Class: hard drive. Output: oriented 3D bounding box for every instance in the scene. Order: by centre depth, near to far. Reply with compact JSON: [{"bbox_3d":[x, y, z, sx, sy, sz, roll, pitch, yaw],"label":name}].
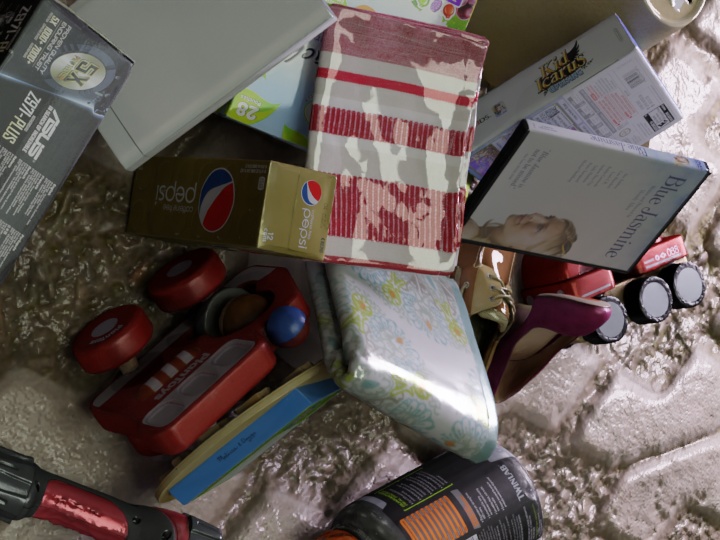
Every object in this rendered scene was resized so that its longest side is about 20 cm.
[{"bbox_3d":[-0.135,-0.188,1.222,0.200,0.027,0.132,-35,83,8],"label":"hard drive"}]

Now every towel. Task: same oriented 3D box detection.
[{"bbox_3d":[0.025,-0.100,1.257,0.144,0.023,0.200,7,92,-26],"label":"towel"},{"bbox_3d":[0.029,0.051,1.301,0.171,0.200,0.048,29,122,-35],"label":"towel"}]

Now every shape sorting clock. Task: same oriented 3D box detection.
[{"bbox_3d":[-0.085,0.125,1.296,0.200,0.200,0.039,-34,84,-29],"label":"shape sorting clock"}]

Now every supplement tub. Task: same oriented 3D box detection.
[{"bbox_3d":[0.058,0.243,1.440,0.200,0.122,0.123,-23,107,-32],"label":"supplement tub"}]

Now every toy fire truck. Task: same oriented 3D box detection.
[{"bbox_3d":[-0.119,0.067,1.266,0.200,0.168,0.112,-41,116,-27],"label":"toy fire truck"},{"bbox_3d":[0.243,-0.039,1.566,0.176,0.129,0.200,-20,94,-33],"label":"toy fire truck"}]

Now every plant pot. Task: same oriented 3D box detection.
[{"bbox_3d":[0.215,-0.263,1.463,0.187,0.200,0.188,-1,92,-37],"label":"plant pot"}]

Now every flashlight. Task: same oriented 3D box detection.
[{"bbox_3d":[-0.209,0.197,1.241,0.200,0.068,0.068,25,53,-23],"label":"flashlight"}]

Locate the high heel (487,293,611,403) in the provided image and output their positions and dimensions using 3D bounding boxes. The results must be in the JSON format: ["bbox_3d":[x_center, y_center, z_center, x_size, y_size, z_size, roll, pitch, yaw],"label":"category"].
[{"bbox_3d":[0.174,0.074,1.466,0.067,0.200,0.096,10,81,-15],"label":"high heel"}]

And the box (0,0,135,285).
[{"bbox_3d":[-0.277,-0.091,1.140,0.086,0.164,0.200,38,71,-32],"label":"box"}]

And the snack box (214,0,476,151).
[{"bbox_3d":[-0.009,-0.190,1.285,0.168,0.068,0.200,19,95,-25],"label":"snack box"}]

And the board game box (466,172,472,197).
[{"bbox_3d":[0.041,-0.159,1.409,0.102,0.048,0.200,-70,139,-62],"label":"board game box"}]

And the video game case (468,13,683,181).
[{"bbox_3d":[0.185,-0.135,1.435,0.045,0.181,0.200,63,14,22],"label":"video game case"}]

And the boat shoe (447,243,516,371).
[{"bbox_3d":[0.112,0.037,1.489,0.076,0.074,0.200,30,77,-41],"label":"boat shoe"}]

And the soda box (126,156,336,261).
[{"bbox_3d":[-0.106,-0.051,1.247,0.064,0.200,0.068,10,88,-37],"label":"soda box"}]

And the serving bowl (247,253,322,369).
[{"bbox_3d":[0.000,0.000,1.413,0.200,0.066,0.200,-3,94,-37],"label":"serving bowl"}]

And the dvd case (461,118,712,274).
[{"bbox_3d":[0.196,-0.062,1.423,0.200,0.143,0.018,10,44,-26],"label":"dvd case"}]
